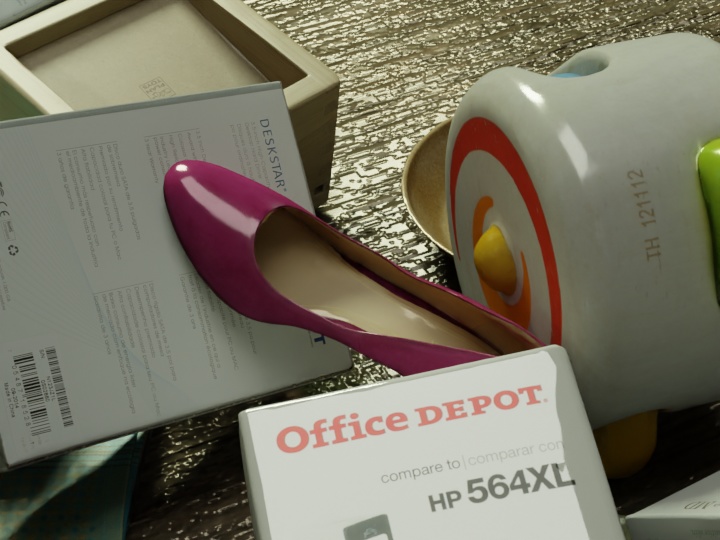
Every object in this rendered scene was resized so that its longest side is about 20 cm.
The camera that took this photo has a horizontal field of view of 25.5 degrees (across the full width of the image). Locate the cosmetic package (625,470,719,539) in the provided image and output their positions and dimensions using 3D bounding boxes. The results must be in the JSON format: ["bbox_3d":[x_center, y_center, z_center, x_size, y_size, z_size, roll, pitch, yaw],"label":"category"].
[{"bbox_3d":[0.232,0.108,0.697,0.199,0.085,0.108,-19,1,-27],"label":"cosmetic package"}]

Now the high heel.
[{"bbox_3d":[0.000,0.000,0.743,0.200,0.096,0.068,37,53,-6],"label":"high heel"}]

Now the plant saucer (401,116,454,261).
[{"bbox_3d":[0.124,-0.040,0.967,0.199,0.036,0.201,-1,39,1],"label":"plant saucer"}]

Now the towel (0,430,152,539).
[{"bbox_3d":[-0.208,0.108,0.808,0.199,0.022,0.147,-1,37,5],"label":"towel"}]

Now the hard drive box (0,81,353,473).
[{"bbox_3d":[-0.117,0.001,0.784,0.199,0.157,0.077,-13,-2,-37],"label":"hard drive box"}]

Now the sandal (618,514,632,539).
[{"bbox_3d":[0.076,0.127,0.739,0.200,0.058,0.080,-2,38,-1],"label":"sandal"}]

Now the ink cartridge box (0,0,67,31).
[{"bbox_3d":[-0.209,-0.172,1.050,0.200,0.041,0.199,-32,4,-34],"label":"ink cartridge box"}]

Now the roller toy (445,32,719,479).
[{"bbox_3d":[0.122,-0.016,0.788,0.139,0.200,0.183,-13,51,-14],"label":"roller toy"}]

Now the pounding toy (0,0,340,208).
[{"bbox_3d":[-0.129,-0.091,0.987,0.184,0.143,0.200,-32,58,-32],"label":"pounding toy"}]

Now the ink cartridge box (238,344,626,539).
[{"bbox_3d":[0.037,0.145,0.644,0.145,0.084,0.201,-11,60,-5],"label":"ink cartridge box"}]
